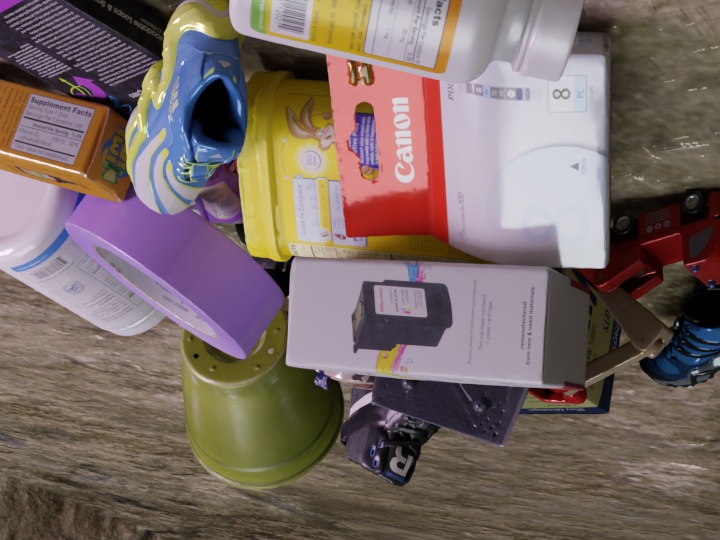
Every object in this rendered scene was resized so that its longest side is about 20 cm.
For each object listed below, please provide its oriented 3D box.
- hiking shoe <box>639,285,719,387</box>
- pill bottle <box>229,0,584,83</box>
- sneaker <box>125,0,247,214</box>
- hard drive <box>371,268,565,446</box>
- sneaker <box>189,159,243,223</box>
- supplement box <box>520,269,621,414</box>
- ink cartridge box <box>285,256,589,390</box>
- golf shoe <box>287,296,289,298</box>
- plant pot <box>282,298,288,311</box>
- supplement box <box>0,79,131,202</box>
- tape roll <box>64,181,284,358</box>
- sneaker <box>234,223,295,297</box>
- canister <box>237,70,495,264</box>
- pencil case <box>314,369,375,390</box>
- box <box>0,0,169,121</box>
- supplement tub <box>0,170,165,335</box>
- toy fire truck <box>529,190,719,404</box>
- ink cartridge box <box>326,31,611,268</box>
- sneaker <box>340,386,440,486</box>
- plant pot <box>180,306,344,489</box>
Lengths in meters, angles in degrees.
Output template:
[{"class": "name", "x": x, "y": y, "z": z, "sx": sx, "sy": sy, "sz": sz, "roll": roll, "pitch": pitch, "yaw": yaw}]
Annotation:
[{"class": "hiking shoe", "x": 0.323, "y": 0.048, "z": 1.312, "sx": 0.086, "sy": 0.075, "sz": 0.200, "roll": 29, "pitch": 146, "yaw": -20}, {"class": "pill bottle", "x": 0.030, "y": -0.174, "z": 0.824, "sx": 0.197, "sy": 0.112, "sz": 0.111, "roll": 13, "pitch": 160, "yaw": 0}, {"class": "sneaker", "x": -0.129, "y": -0.098, "z": 1.033, "sx": 0.075, "sy": 0.106, "sz": 0.201, "roll": 3, "pitch": 134, "yaw": -17}, {"class": "hard drive", "x": 0.095, "y": 0.031, "z": 1.145, "sx": 0.133, "sy": 0.203, "sz": 0.042, "roll": 15, "pitch": 175, "yaw": 23}, {"class": "sneaker", "x": -0.118, "y": -0.088, "z": 1.210, "sx": 0.087, "sy": 0.082, "sz": 0.200, "roll": 8, "pitch": 166, "yaw": 0}, {"class": "supplement box", "x": 0.111, "y": 0.040, "z": 1.310, "sx": 0.198, "sy": 0.136, "sz": 0.199, "roll": -5, "pitch": 154, "yaw": 40}, {"class": "ink cartridge box", "x": 0.061, "y": 0.041, "z": 1.053, "sx": 0.197, "sy": 0.084, "sz": 0.145, "roll": 2, "pitch": 175, "yaw": 22}, {"class": "golf shoe", "x": -0.012, "y": 0.045, "z": 1.429, "sx": 0.091, "sy": 0.073, "sz": 0.200, "roll": 6, "pitch": 149, "yaw": 37}, {"class": "plant pot", "x": -0.018, "y": 0.020, "z": 1.501, "sx": 0.197, "sy": 0.028, "sz": 0.200, "roll": 12, "pitch": 161, "yaw": 4}, {"class": "supplement box", "x": -0.282, "y": -0.117, "z": 1.185, "sx": 0.198, "sy": 0.070, "sz": 0.066, "roll": 18, "pitch": 171, "yaw": 26}, {"class": "tape roll", "x": -0.165, "y": -0.005, "z": 1.248, "sx": 0.199, "sy": 0.066, "sz": 0.200, "roll": 33, "pitch": 167, "yaw": 9}, {"class": "sneaker", "x": -0.081, "y": -0.021, "z": 1.313, "sx": 0.059, "sy": 0.106, "sz": 0.199, "roll": 19, "pitch": 159, "yaw": -20}, {"class": "canister", "x": 0.013, "y": -0.073, "z": 1.082, "sx": 0.197, "sy": 0.087, "sz": 0.150, "roll": 6, "pitch": 122, "yaw": 14}, {"class": "pencil case", "x": 0.000, "y": 0.000, "z": 1.196, "sx": 0.088, "sy": 0.203, "sz": 0.078, "roll": 5, "pitch": -173, "yaw": 28}, {"class": "box", "x": -0.217, "y": -0.179, "z": 1.080, "sx": 0.199, "sy": 0.037, "sz": 0.142, "roll": 30, "pitch": 155, "yaw": -35}, {"class": "supplement tub", "x": -0.275, "y": -0.031, "z": 1.373, "sx": 0.130, "sy": 0.134, "sz": 0.200, "roll": 0, "pitch": 157, "yaw": 32}, {"class": "toy fire truck", "x": 0.223, "y": 0.025, "z": 1.155, "sx": 0.198, "sy": 0.143, "sz": 0.049, "roll": -17, "pitch": 146, "yaw": 36}, {"class": "ink cartridge box", "x": 0.076, "y": -0.082, "z": 0.979, "sx": 0.197, "sy": 0.047, "sz": 0.162, "roll": 0, "pitch": 121, "yaw": 10}, {"class": "sneaker", "x": 0.057, "y": 0.134, "z": 1.231, "sx": 0.072, "sy": 0.113, "sz": 0.199, "roll": 24, "pitch": 157, "yaw": -28}, {"class": "plant pot", "x": -0.129, "y": 0.124, "z": 1.640, "sx": 0.198, "sy": 0.202, "sz": 0.194, "roll": 8, "pitch": 149, "yaw": 13}]
